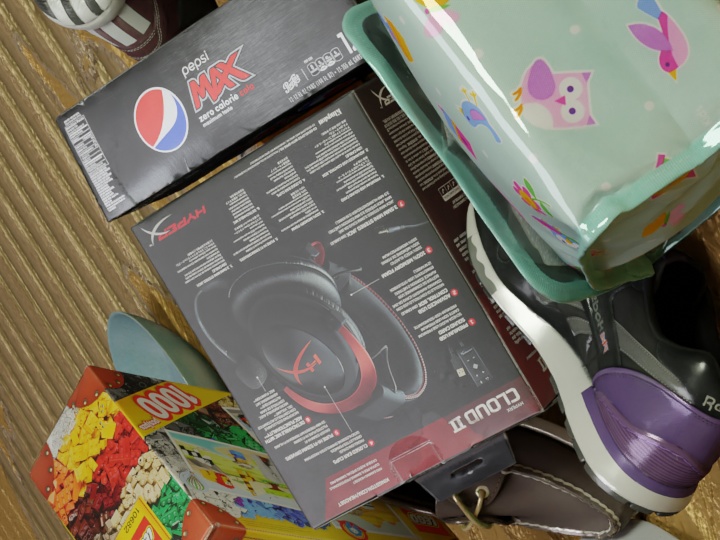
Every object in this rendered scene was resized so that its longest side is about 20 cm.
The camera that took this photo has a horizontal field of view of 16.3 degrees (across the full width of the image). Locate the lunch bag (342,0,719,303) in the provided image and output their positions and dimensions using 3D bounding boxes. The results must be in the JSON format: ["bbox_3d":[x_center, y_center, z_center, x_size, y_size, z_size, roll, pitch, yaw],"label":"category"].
[{"bbox_3d":[0.079,-0.083,1.019,0.170,0.122,0.200,53,178,9],"label":"lunch bag"}]

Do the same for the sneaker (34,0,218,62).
[{"bbox_3d":[-0.128,-0.190,1.366,0.115,0.076,0.200,39,-141,-46],"label":"sneaker"}]

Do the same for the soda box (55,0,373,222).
[{"bbox_3d":[-0.057,-0.099,1.261,0.200,0.071,0.063,-29,90,35],"label":"soda box"}]

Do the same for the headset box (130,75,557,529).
[{"bbox_3d":[0.005,0.022,1.243,0.148,0.075,0.200,-30,93,28],"label":"headset box"}]

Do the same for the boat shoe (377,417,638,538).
[{"bbox_3d":[0.050,0.105,1.324,0.200,0.060,0.072,18,143,21],"label":"boat shoe"}]

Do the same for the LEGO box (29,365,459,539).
[{"bbox_3d":[-0.058,0.136,1.372,0.149,0.200,0.077,46,113,42],"label":"LEGO box"}]

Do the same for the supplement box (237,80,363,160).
[{"bbox_3d":[0.000,0.000,1.394,0.126,0.073,0.200,44,155,38],"label":"supplement box"}]

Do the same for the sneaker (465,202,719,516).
[{"bbox_3d":[0.121,0.011,1.148,0.088,0.076,0.200,-56,44,30],"label":"sneaker"}]

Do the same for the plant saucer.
[{"bbox_3d":[-0.127,0.112,1.921,0.201,0.039,0.201,49,157,29],"label":"plant saucer"}]

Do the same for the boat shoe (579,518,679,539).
[{"bbox_3d":[0.167,0.187,1.244,0.200,0.072,0.066,24,143,61],"label":"boat shoe"}]
